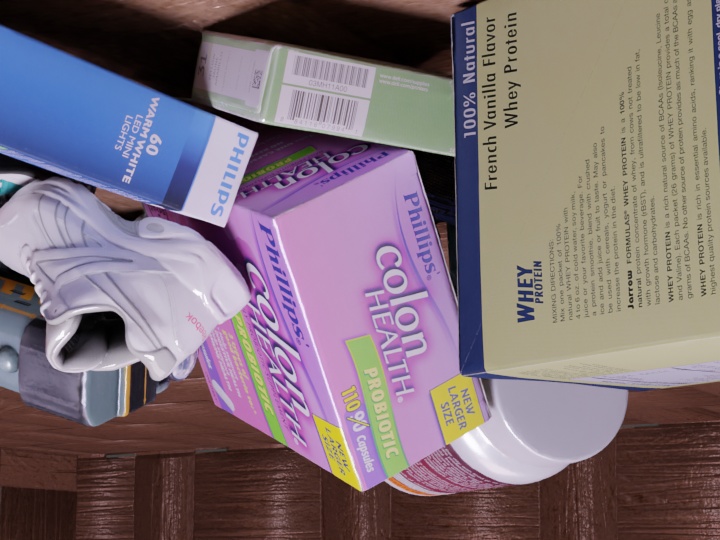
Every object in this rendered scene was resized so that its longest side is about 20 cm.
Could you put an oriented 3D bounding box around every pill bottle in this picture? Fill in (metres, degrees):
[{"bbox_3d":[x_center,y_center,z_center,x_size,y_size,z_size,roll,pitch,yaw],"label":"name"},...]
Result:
[{"bbox_3d":[0.082,0.086,1.092,0.114,0.114,0.200,5,168,-23],"label":"pill bottle"}]

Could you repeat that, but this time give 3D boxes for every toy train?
[{"bbox_3d":[-0.205,0.037,1.071,0.200,0.085,0.114,17,-159,26],"label":"toy train"}]

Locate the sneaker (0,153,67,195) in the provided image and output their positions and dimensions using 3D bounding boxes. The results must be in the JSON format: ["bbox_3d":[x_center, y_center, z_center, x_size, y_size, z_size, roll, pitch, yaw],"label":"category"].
[{"bbox_3d":[-0.267,-0.081,0.995,0.121,0.084,0.200,-12,168,12],"label":"sneaker"}]

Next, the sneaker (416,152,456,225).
[{"bbox_3d":[0.113,-0.079,1.063,0.200,0.075,0.078,-12,150,33],"label":"sneaker"}]

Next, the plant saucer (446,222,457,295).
[{"bbox_3d":[0.142,-0.046,1.094,0.200,0.070,0.019,-21,137,23],"label":"plant saucer"}]

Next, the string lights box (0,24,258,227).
[{"bbox_3d":[-0.165,-0.084,0.886,0.200,0.059,0.103,20,179,-44],"label":"string lights box"}]

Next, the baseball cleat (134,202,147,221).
[{"bbox_3d":[-0.097,-0.058,1.189,0.106,0.070,0.200,-10,178,-23],"label":"baseball cleat"}]

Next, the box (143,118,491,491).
[{"bbox_3d":[-0.034,0.012,1.012,0.097,0.176,0.200,-27,-156,-24],"label":"box"}]

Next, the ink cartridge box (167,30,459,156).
[{"bbox_3d":[-0.030,-0.105,0.958,0.145,0.048,0.200,7,-171,-29],"label":"ink cartridge box"}]

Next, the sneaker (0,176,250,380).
[{"bbox_3d":[-0.164,0.009,0.973,0.200,0.099,0.078,15,148,41],"label":"sneaker"}]

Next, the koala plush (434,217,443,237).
[{"bbox_3d":[0.000,0.000,1.228,0.177,0.184,0.200,-29,167,-20],"label":"koala plush"}]

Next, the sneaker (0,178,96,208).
[{"bbox_3d":[-0.275,-0.064,1.145,0.200,0.070,0.093,-17,-131,-45],"label":"sneaker"}]

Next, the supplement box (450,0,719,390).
[{"bbox_3d":[0.160,-0.049,0.828,0.134,0.200,0.200,8,166,-36],"label":"supplement box"}]
